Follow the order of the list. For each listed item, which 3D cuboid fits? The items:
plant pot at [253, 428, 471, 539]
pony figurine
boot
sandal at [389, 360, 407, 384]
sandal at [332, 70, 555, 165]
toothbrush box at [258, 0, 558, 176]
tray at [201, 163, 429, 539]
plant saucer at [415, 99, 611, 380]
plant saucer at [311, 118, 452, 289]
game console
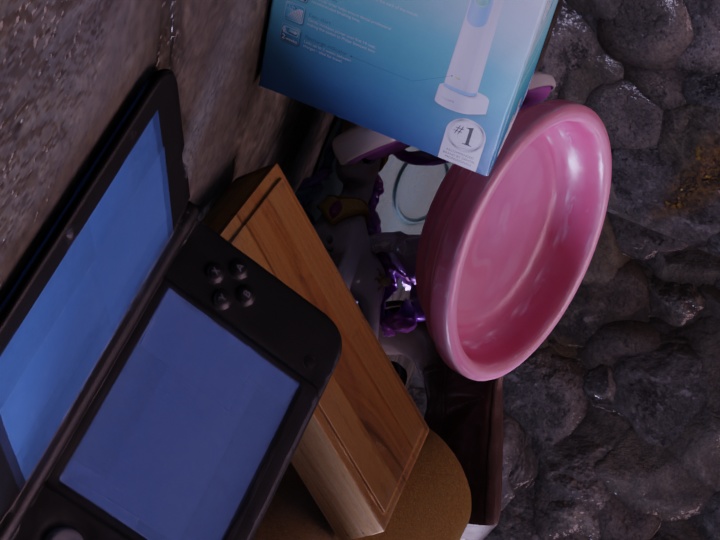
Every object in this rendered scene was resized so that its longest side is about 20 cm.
[{"bbox_3d":[-0.025,0.181,0.929,0.199,0.186,0.188,-29,148,-39],"label":"plant pot"},{"bbox_3d":[0.000,0.000,1.009,0.194,0.165,0.202,68,32,-48],"label":"pony figurine"},{"bbox_3d":[0.051,0.125,1.126,0.186,0.064,0.202,-19,-118,56],"label":"boot"},{"bbox_3d":[-0.016,0.162,1.115,0.202,0.048,0.075,-59,-156,1],"label":"sandal"},{"bbox_3d":[0.060,-0.093,0.970,0.201,0.050,0.082,-20,-179,-39],"label":"sandal"},{"bbox_3d":[0.037,-0.171,0.752,0.201,0.145,0.086,103,11,-47],"label":"toothbrush box"},{"bbox_3d":[-0.030,0.048,0.831,0.201,0.037,0.099,61,32,-20],"label":"tray"},{"bbox_3d":[0.102,-0.025,0.975,0.200,0.051,0.202,-36,139,-39],"label":"plant saucer"},{"bbox_3d":[0.044,-0.072,1.151,0.199,0.027,0.202,-24,126,-36],"label":"plant saucer"},{"bbox_3d":[-0.086,0.047,0.635,0.118,0.170,0.201,-30,-152,55],"label":"game console"}]
